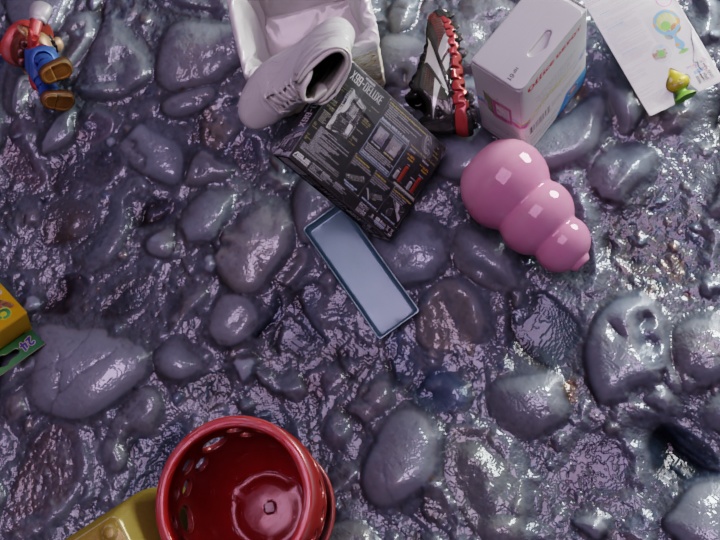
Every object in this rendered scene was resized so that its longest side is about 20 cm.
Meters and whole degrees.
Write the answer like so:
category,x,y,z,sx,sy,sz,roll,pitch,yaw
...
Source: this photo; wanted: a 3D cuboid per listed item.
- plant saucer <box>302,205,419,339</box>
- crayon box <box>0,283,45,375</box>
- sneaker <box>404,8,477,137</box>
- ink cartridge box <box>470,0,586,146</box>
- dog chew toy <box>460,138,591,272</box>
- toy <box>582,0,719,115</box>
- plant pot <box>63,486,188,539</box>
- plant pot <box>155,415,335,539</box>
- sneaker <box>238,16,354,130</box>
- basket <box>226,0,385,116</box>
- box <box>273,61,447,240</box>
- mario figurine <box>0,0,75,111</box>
category,x,y,z,sx,sy,sz,roll,pitch,yaw
plant saucer,0.000,0.000,1.488,0.070,0.019,0.201,-35,71,-1
crayon box,-0.567,0.065,1.536,0.200,0.052,0.126,42,62,18
sneaker,0.107,-0.281,1.524,0.097,0.071,0.202,-9,73,5
ink cartridge box,0.229,-0.267,1.428,0.084,0.200,0.145,37,83,18
dog chew toy,0.227,-0.080,1.420,0.124,0.125,0.200,-42,79,-4
toy,0.404,-0.318,1.493,0.115,0.047,0.201,-26,74,-1
plant pot,-0.290,0.390,1.329,0.195,0.200,0.195,-32,70,-1
plant pot,-0.135,0.294,1.337,0.199,0.183,0.202,-3,73,9
sneaker,-0.089,-0.240,1.389,0.200,0.074,0.116,-40,25,21
basket,-0.074,-0.349,1.532,0.197,0.161,0.201,-15,70,6
box,0.003,-0.162,1.453,0.158,0.200,0.050,-58,29,-9
mario figurine,-0.473,-0.327,1.630,0.124,0.106,0.200,-52,47,13
